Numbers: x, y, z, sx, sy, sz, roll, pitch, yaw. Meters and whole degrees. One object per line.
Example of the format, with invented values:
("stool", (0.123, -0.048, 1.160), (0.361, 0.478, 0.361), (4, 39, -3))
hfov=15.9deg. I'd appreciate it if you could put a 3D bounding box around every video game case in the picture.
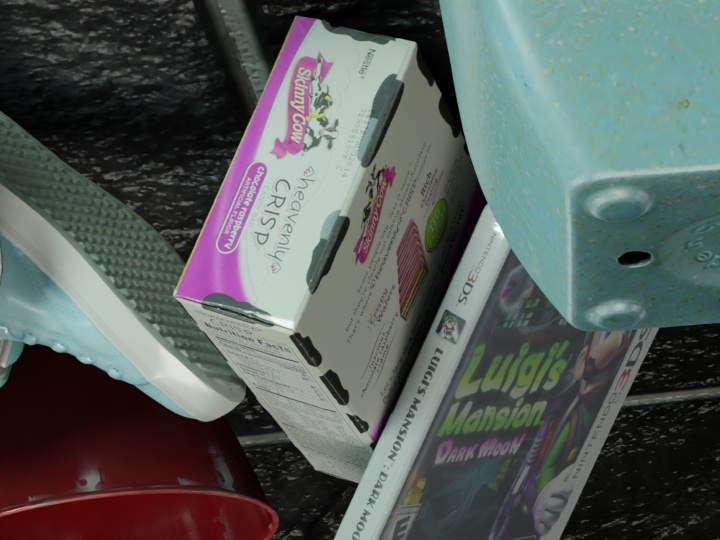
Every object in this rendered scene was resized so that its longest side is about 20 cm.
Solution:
("video game case", (0.074, 0.058, 1.177), (0.023, 0.182, 0.200), (30, -166, 28))

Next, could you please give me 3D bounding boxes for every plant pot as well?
("plant pot", (0.120, -0.091, 0.892), (0.195, 0.201, 0.196), (-4, 154, 3))

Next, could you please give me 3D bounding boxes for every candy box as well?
("candy box", (0.000, 0.000, 1.120), (0.061, 0.137, 0.200), (15, 160, 23))

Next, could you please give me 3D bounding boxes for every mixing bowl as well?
("mixing bowl", (-0.149, 0.096, 1.317), (0.199, 0.109, 0.200), (-11, 159, -4))

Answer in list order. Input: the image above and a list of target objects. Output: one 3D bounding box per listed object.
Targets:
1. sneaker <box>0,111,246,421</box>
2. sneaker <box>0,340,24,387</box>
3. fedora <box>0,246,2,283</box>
("sneaker", (-0.140, 0.004, 1.108), (0.200, 0.074, 0.082), (43, 116, -4))
("sneaker", (-0.245, 0.036, 1.267), (0.091, 0.078, 0.200), (35, 136, -25))
("fedora", (-0.252, -0.007, 1.052), (0.199, 0.090, 0.177), (-4, 125, 40))
